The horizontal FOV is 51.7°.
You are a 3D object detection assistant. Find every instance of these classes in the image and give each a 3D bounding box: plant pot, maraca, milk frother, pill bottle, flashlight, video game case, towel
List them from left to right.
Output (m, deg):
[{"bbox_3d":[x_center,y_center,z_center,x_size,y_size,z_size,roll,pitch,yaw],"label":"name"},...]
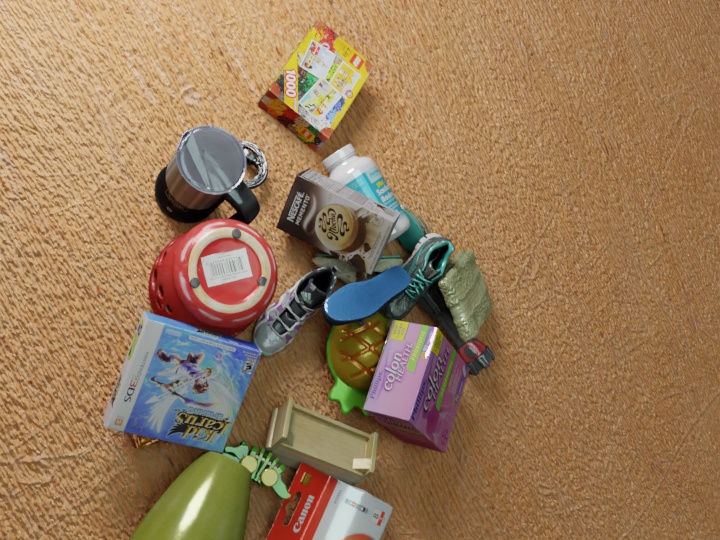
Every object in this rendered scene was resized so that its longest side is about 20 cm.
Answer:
[{"bbox_3d":[-0.280,0.181,1.181,0.198,0.045,0.183,20,96,-28],"label":"video game case"},{"bbox_3d":[-0.256,0.402,1.187,0.186,0.187,0.202,34,57,-16],"label":"plant pot"},{"bbox_3d":[-0.245,0.020,1.260,0.198,0.182,0.203,5,80,-26],"label":"plant pot"},{"bbox_3d":[-0.239,-0.184,1.299,0.179,0.188,0.202,28,68,-20],"label":"milk frother"},{"bbox_3d":[-0.001,0.170,1.392,0.135,0.107,0.203,8,80,-15],"label":"maraca"},{"bbox_3d":[0.005,-0.144,1.457,0.110,0.111,0.201,-35,96,-28],"label":"pill bottle"},{"bbox_3d":[0.193,0.119,1.529,0.068,0.068,0.201,-39,93,-36],"label":"flashlight"},{"bbox_3d":[0.217,0.046,1.504,0.150,0.036,0.200,66,29,-9],"label":"towel"}]

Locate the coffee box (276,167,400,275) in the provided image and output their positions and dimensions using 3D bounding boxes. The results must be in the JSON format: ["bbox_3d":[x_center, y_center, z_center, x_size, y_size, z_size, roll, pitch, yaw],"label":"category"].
[{"bbox_3d":[-0.041,-0.093,1.377,0.198,0.080,0.114,26,111,4],"label":"coffee box"}]

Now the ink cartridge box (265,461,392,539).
[{"bbox_3d":[-0.052,0.455,1.318,0.199,0.050,0.164,36,70,-28],"label":"ink cartridge box"}]

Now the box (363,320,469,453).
[{"bbox_3d":[0.111,0.219,1.389,0.200,0.096,0.178,49,56,-51],"label":"box"}]

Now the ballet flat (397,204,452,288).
[{"bbox_3d":[0.131,-0.054,1.539,0.201,0.070,0.065,58,35,-8],"label":"ballet flat"}]

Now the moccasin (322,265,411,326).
[{"bbox_3d":[0.012,0.059,1.354,0.198,0.068,0.081,-20,70,-34],"label":"moccasin"}]

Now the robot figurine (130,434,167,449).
[{"bbox_3d":[-0.300,0.216,1.258,0.198,0.058,0.147,-22,94,-28],"label":"robot figurine"}]

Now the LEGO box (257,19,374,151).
[{"bbox_3d":[-0.087,-0.367,1.476,0.148,0.077,0.201,36,66,-15],"label":"LEGO box"}]

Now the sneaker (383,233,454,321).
[{"bbox_3d":[0.113,0.009,1.440,0.077,0.091,0.201,36,78,-15],"label":"sneaker"}]

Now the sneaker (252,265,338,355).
[{"bbox_3d":[-0.112,0.061,1.336,0.078,0.140,0.201,40,63,-6],"label":"sneaker"}]

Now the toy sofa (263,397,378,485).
[{"bbox_3d":[-0.074,0.316,1.349,0.198,0.098,0.084,26,46,-19],"label":"toy sofa"}]

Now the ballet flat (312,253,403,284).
[{"bbox_3d":[0.000,0.000,1.453,0.198,0.067,0.063,0,89,-26],"label":"ballet flat"}]

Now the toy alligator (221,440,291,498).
[{"bbox_3d":[-0.195,0.322,1.284,0.199,0.059,0.055,33,67,-3],"label":"toy alligator"}]
